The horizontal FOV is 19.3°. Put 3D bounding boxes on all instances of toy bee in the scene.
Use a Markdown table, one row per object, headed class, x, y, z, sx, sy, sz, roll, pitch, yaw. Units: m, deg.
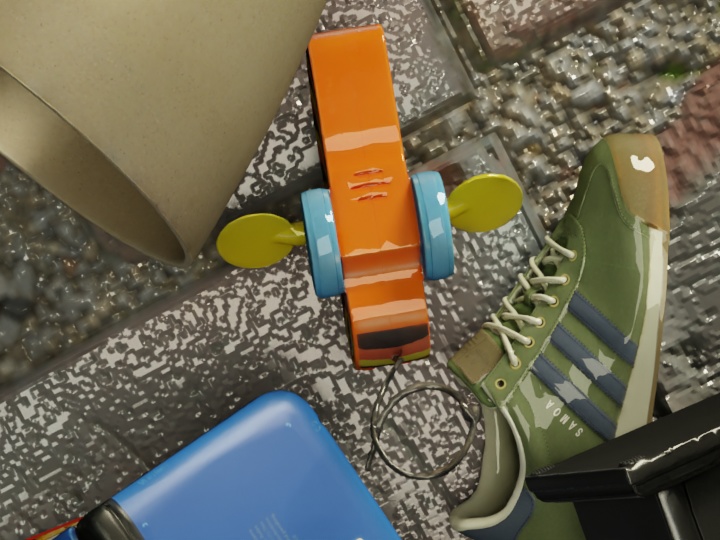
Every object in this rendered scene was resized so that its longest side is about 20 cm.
| class | x | y | z | sx | sy | sz | roll | pitch | yaw |
| --- | --- | --- | --- | --- | --- | --- | --- | --- | --- |
| toy bee | 0.000 | 0.000 | 0.942 | 0.130 | 0.109 | 0.201 | 11 | 71 | 3 |

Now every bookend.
| class | x | y | z | sx | sy | sz | roll | pitch | yaw |
| --- | --- | --- | --- | --- | --- | --- | --- | --- | --- |
| bookend | 0.204 | 0.144 | 0.911 | 0.199 | 0.092 | 0.200 | -19 | 90 | -23 |

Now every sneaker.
| class | x | y | z | sx | sy | sz | roll | pitch | yaw |
| --- | --- | --- | --- | --- | --- | --- | --- | --- | --- |
| sneaker | 0.085 | 0.037 | 0.957 | 0.089 | 0.067 | 0.202 | 3 | 100 | -10 |

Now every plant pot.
| class | x | y | z | sx | sy | sz | roll | pitch | yaw |
| --- | --- | --- | --- | --- | --- | --- | --- | --- | --- |
| plant pot | -0.083 | -0.136 | 0.883 | 0.187 | 0.187 | 0.200 | 40 | 79 | -8 |

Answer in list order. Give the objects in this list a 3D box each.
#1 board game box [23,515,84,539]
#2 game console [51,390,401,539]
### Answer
| class | x | y | z | sx | sy | sz | roll | pitch | yaw |
| --- | --- | --- | --- | --- | --- | --- | --- | --- | --- |
| board game box | -0.131 | 0.198 | 0.973 | 0.199 | 0.046 | 0.152 | -21 | 98 | -1 |
| game console | -0.057 | 0.185 | 0.930 | 0.170 | 0.118 | 0.201 | -33 | 88 | -31 |
